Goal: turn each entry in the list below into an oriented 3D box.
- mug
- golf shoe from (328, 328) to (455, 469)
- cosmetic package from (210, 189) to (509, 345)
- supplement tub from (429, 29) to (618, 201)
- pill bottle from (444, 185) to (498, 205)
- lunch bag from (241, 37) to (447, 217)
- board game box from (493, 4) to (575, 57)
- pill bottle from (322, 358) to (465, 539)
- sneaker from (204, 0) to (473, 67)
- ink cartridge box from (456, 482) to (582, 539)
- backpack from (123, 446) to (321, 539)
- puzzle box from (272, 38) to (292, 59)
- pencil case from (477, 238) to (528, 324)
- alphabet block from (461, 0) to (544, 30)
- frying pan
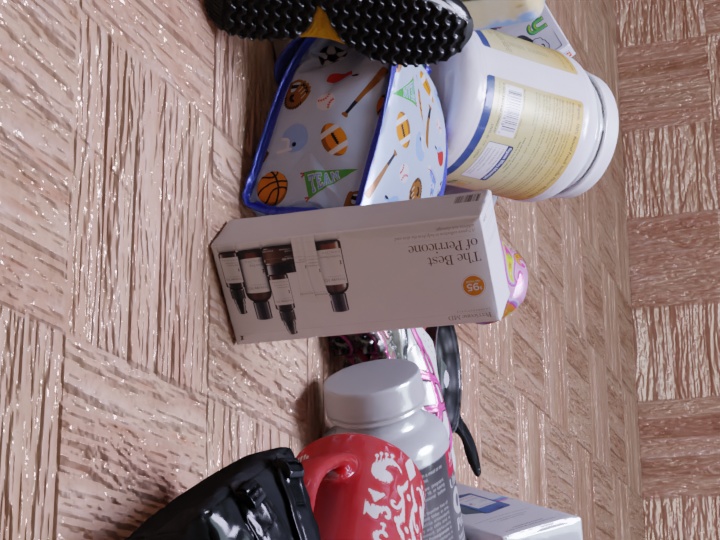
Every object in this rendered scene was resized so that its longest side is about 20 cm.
[{"bbox_3d":[-0.008,0.208,1.066,0.201,0.132,0.179,-77,-175,-54],"label":"mug"},{"bbox_3d":[0.046,0.098,1.313,0.092,0.072,0.201,-43,120,-40],"label":"golf shoe"},{"bbox_3d":[0.000,0.000,1.063,0.051,0.198,0.083,-64,144,-60],"label":"cosmetic package"},{"bbox_3d":[0.126,-0.142,1.371,0.199,0.144,0.146,10,72,-37],"label":"supplement tub"},{"bbox_3d":[0.092,-0.104,1.527,0.200,0.113,0.115,-62,142,-60],"label":"pill bottle"},{"bbox_3d":[0.000,-0.105,1.202,0.170,0.123,0.202,47,57,-64],"label":"lunch bag"},{"bbox_3d":[0.111,-0.266,1.495,0.201,0.126,0.035,61,12,17],"label":"board game box"},{"bbox_3d":[0.025,0.181,1.234,0.111,0.110,0.202,-49,131,-66],"label":"pill bottle"},{"bbox_3d":[-0.012,-0.213,1.109,0.070,0.198,0.091,101,-4,-51],"label":"sneaker"},{"bbox_3d":[0.111,0.280,1.336,0.087,0.200,0.147,-9,97,-28],"label":"ink cartridge box"},{"bbox_3d":[-0.071,0.231,0.900,0.201,0.153,0.163,62,17,-1],"label":"backpack"},{"bbox_3d":[-0.057,-0.260,1.250,0.133,0.025,0.202,-65,145,-57],"label":"puzzle box"},{"bbox_3d":[0.074,-0.019,1.384,0.199,0.087,0.088,30,54,-45],"label":"pencil case"},{"bbox_3d":[0.039,-0.323,1.219,0.200,0.193,0.198,50,36,-62],"label":"alphabet block"},{"bbox_3d":[0.088,0.116,1.467,0.190,0.031,0.116,62,28,-58],"label":"frying pan"}]
